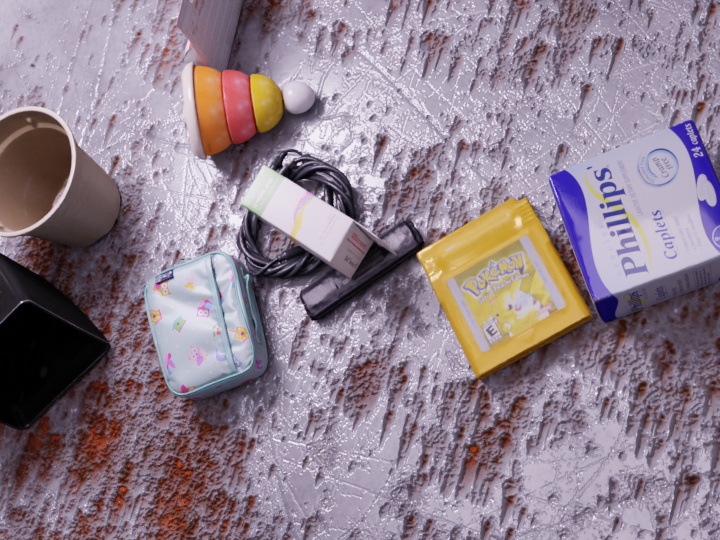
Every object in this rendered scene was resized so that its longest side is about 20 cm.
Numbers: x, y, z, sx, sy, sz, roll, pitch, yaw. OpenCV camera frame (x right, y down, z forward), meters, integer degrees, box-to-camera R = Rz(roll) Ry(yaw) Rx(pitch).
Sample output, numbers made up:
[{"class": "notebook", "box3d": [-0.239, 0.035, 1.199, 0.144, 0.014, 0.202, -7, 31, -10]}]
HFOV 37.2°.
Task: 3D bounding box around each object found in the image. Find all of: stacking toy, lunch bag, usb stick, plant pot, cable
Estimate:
[{"class": "stacking toy", "box3d": [-0.167, -0.251, 1.628, 0.197, 0.146, 0.148, -7, 72, -2]}, {"class": "lunch bag", "box3d": [-0.222, 0.075, 1.557, 0.159, 0.077, 0.202, -21, 75, 16]}, {"class": "usb stick", "box3d": [0.000, 0.000, 1.529, 0.199, 0.033, 0.056, -35, 60, 8]}, {"class": "plant pot", "box3d": [-0.474, -0.123, 1.651, 0.198, 0.183, 0.203, -5, 73, 18]}, {"class": "cable", "box3d": [-0.098, -0.070, 1.580, 0.162, 0.051, 0.201, 32, 90, 17]}, {"class": "plant pot", "box3d": [-0.538, 0.090, 1.622, 0.200, 0.199, 0.178, -43, 54, 4]}]

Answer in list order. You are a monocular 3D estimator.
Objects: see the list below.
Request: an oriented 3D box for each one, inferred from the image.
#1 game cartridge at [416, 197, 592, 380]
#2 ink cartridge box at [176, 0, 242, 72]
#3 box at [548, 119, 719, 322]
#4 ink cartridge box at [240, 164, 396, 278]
[{"class": "game cartridge", "box3d": [0.192, 0.020, 1.454, 0.175, 0.032, 0.202, -30, 69, 10]}, {"class": "ink cartridge box", "box3d": [-0.243, -0.403, 1.635, 0.056, 0.200, 0.165, 7, 78, 19]}, {"class": "box", "box3d": [0.367, -0.061, 1.373, 0.198, 0.105, 0.186, -22, 69, 14]}, {"class": "ink cartridge box", "box3d": [-0.056, -0.056, 1.477, 0.199, 0.117, 0.068, 32, 88, 19]}]
